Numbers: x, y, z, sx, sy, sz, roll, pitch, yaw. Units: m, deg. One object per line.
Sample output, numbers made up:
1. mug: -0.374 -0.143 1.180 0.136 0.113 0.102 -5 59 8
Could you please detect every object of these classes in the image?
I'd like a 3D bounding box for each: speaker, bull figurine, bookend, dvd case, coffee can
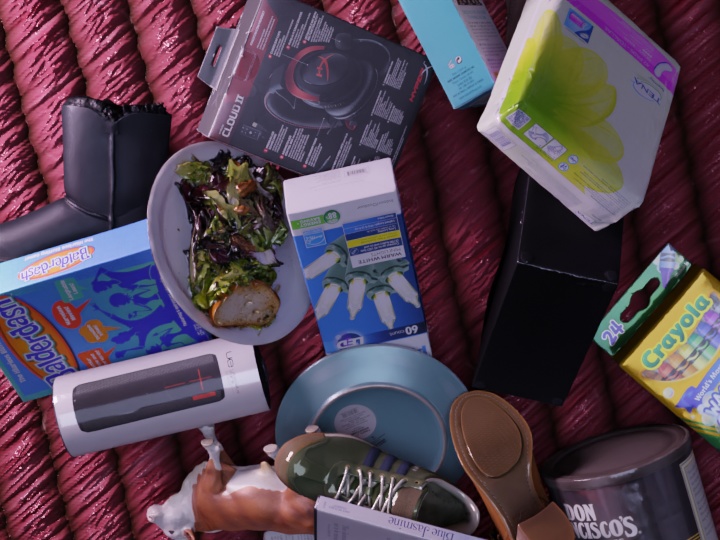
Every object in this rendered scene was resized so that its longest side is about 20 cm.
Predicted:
1. speaker: -0.188 0.118 1.372 0.200 0.081 0.081 -13 96 0
2. bull figurine: -0.113 0.211 1.386 0.200 0.065 0.122 -1 115 13
3. bookend: 0.180 -0.012 1.352 0.092 0.199 0.200 13 141 0
4. dvd case: 0.054 0.267 1.320 0.200 0.143 0.018 14 59 7
5. coffee can: 0.271 0.265 1.366 0.146 0.146 0.200 -17 96 3

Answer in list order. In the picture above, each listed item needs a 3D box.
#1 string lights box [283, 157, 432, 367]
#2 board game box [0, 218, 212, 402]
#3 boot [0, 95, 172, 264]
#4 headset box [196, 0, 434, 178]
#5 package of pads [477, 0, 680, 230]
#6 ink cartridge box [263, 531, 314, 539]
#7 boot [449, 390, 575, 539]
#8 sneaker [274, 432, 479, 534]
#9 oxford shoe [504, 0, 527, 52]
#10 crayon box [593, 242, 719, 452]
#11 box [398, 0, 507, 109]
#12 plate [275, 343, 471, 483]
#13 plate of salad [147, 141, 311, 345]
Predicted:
1. string lights box: 0.000 0.000 1.342 0.103 0.059 0.200 -12 127 3
2. board game box: -0.260 0.040 1.364 0.200 0.045 0.152 -17 136 4
3. boot: -0.281 -0.084 1.374 0.200 0.076 0.169 -1 100 -5
4. headset box: -0.050 -0.167 1.334 0.200 0.075 0.149 20 95 -18
5. package of pads: 0.198 -0.150 1.260 0.154 0.200 0.068 38 140 -17
6. ink cartridge box: 0.014 0.322 1.399 0.200 0.050 0.161 -8 66 -6
7. boot: 0.146 0.225 1.366 0.077 0.155 0.200 -28 58 -15
8. sneaker: 0.025 0.203 1.320 0.200 0.090 0.067 20 89 -29
9. oxford shoe: 0.160 -0.284 1.358 0.073 0.071 0.200 20 106 32
10. crayon box: 0.339 0.085 1.392 0.200 0.052 0.126 40 96 -3
11. box: 0.075 -0.250 1.327 0.049 0.082 0.200 -28 86 26
12. plate: 0.016 0.164 1.391 0.200 0.026 0.201 0 117 0
13. plate of salad: -0.111 -0.030 1.332 0.048 0.200 0.200 -24 97 44
